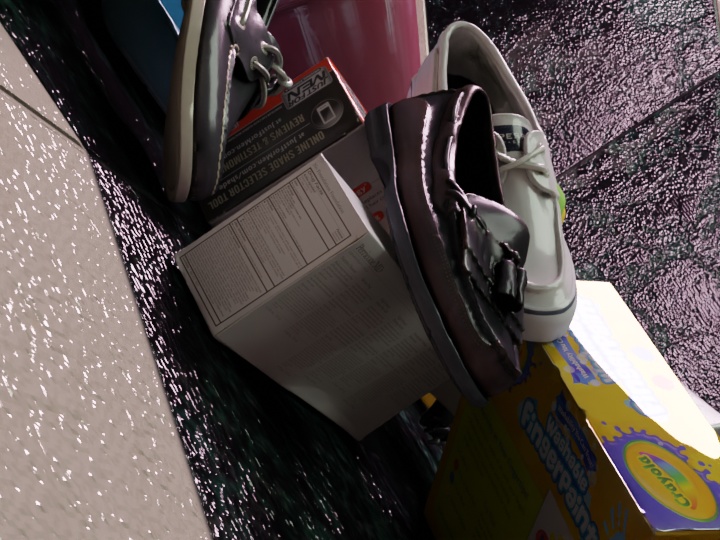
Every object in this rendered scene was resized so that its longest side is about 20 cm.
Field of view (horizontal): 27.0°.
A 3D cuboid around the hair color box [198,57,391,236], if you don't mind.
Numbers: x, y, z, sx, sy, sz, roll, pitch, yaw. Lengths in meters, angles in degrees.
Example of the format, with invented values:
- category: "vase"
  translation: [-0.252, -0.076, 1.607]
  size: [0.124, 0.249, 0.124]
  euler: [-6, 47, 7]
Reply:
- category: "hair color box"
  translation: [-0.008, -0.020, 0.862]
  size: [0.200, 0.101, 0.061]
  euler: [51, 9, -51]

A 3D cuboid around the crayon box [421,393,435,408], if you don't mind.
- category: "crayon box"
  translation: [0.016, -0.002, 1.193]
  size: [0.173, 0.058, 0.200]
  euler: [54, 7, -39]

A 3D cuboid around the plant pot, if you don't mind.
- category: "plant pot"
  translation: [-0.038, -0.174, 1.103]
  size: [0.200, 0.199, 0.180]
  euler: [-105, 177, -72]

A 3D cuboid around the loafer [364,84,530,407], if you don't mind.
- category: "loafer"
  translation: [0.048, -0.024, 0.691]
  size: [0.072, 0.063, 0.201]
  euler: [57, 12, -38]

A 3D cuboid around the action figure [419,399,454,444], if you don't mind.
- category: "action figure"
  translation: [0.118, 0.153, 1.004]
  size: [0.200, 0.102, 0.119]
  euler: [59, -6, 36]

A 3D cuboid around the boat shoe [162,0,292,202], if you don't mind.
- category: "boat shoe"
  translation: [-0.061, -0.116, 0.757]
  size: [0.073, 0.062, 0.201]
  euler: [116, -18, -52]

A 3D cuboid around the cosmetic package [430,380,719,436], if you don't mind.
- category: "cosmetic package"
  translation: [0.119, 0.073, 0.939]
  size: [0.101, 0.072, 0.200]
  euler: [-2, 31, -38]

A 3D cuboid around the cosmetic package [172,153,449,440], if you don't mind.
- category: "cosmetic package"
  translation: [-0.009, 0.020, 0.727]
  size: [0.051, 0.082, 0.200]
  euler: [61, 6, 26]

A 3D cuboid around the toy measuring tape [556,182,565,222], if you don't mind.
- category: "toy measuring tape"
  translation: [0.079, -0.052, 0.906]
  size: [0.074, 0.073, 0.200]
  euler: [54, 9, -26]

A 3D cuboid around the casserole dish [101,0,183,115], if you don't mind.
- category: "casserole dish"
  translation: [-0.116, -0.140, 0.914]
  size: [0.121, 0.039, 0.200]
  euler: [55, 5, -22]

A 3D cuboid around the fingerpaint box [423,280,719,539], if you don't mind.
- category: "fingerpaint box"
  translation: [0.113, 0.127, 0.763]
  size: [0.200, 0.073, 0.168]
  euler: [-116, -145, -54]

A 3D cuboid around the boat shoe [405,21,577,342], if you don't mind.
- category: "boat shoe"
  translation: [0.067, -0.053, 0.788]
  size: [0.066, 0.073, 0.201]
  euler: [108, -29, -43]
